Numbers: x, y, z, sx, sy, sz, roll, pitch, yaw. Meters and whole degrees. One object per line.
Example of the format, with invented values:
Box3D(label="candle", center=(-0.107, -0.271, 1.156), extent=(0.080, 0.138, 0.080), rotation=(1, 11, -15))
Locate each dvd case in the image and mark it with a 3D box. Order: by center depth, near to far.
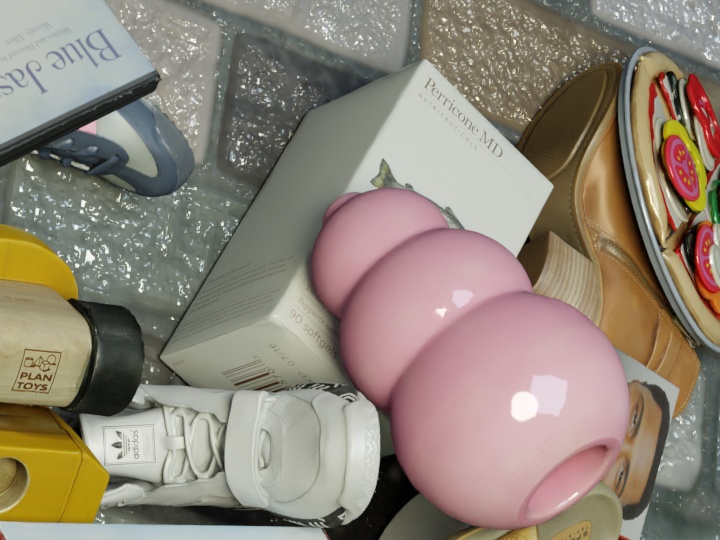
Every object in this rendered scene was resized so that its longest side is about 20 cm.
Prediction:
Box3D(label="dvd case", center=(-0.216, -0.144, 1.405), extent=(0.143, 0.018, 0.200), rotation=(-29, 74, -31))

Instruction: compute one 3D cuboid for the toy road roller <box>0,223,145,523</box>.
Box3D(label="toy road roller", center=(-0.207, 0.071, 1.379), extent=(0.123, 0.146, 0.200), rotation=(7, 110, -36))

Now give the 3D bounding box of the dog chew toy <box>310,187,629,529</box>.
Box3D(label="dog chew toy", center=(0.047, 0.036, 1.401), extent=(0.124, 0.125, 0.200), rotation=(-16, 56, -39))

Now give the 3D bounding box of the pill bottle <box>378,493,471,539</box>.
Box3D(label="pill bottle", center=(0.103, 0.209, 1.560), extent=(0.200, 0.120, 0.120), rotation=(35, 59, -25))

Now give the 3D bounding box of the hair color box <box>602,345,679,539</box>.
Box3D(label="hair color box", center=(0.110, 0.086, 1.542), extent=(0.200, 0.061, 0.102), rotation=(29, 75, -60))

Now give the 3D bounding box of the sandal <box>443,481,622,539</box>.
Box3D(label="sandal", center=(0.080, 0.171, 1.433), extent=(0.200, 0.054, 0.081), rotation=(-28, 130, -38))

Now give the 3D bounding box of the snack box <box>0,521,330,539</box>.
Box3D(label="snack box", center=(-0.116, 0.197, 1.383), extent=(0.200, 0.142, 0.053), rotation=(6, 33, -37))

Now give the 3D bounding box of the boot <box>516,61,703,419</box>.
Box3D(label="boot", center=(0.168, -0.017, 1.706), extent=(0.155, 0.077, 0.200), rotation=(37, 49, -31))

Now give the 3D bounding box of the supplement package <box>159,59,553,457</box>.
Box3D(label="supplement package", center=(0.000, 0.000, 1.541), extent=(0.117, 0.117, 0.200), rotation=(42, 55, -20))

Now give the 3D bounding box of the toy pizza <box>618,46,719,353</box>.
Box3D(label="toy pizza", center=(0.213, -0.047, 1.717), extent=(0.200, 0.032, 0.201), rotation=(48, 34, -48))

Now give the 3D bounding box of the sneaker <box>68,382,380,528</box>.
Box3D(label="sneaker", center=(-0.078, 0.095, 1.407), extent=(0.115, 0.200, 0.075), rotation=(2, 87, -32))

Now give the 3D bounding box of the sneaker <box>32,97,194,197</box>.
Box3D(label="sneaker", center=(-0.183, -0.081, 1.454), extent=(0.200, 0.070, 0.082), rotation=(31, 54, -17))
